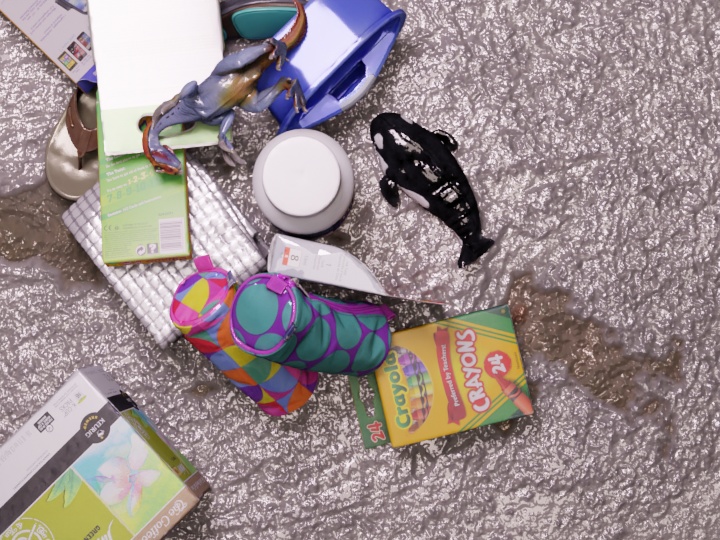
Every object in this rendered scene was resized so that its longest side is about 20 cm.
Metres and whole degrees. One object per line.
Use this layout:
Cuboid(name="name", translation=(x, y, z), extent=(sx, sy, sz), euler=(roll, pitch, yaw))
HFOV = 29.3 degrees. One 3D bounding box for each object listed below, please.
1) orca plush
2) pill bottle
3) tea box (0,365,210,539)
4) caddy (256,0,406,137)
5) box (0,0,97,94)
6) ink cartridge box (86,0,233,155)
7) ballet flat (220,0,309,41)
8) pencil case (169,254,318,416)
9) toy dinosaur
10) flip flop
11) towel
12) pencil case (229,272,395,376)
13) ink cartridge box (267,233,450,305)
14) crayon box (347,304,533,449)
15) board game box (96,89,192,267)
Cuboid(name="orca plush", translation=(0.078, -0.097, 1.566), extent=(0.104, 0.071, 0.202), euler=(-23, 88, -1))
Cuboid(name="pill bottle", translation=(-0.061, -0.093, 1.500), extent=(0.109, 0.200, 0.113), euler=(0, 88, 0))
Cuboid(name="tea box", translation=(-0.304, 0.245, 1.517), extent=(0.200, 0.134, 0.197), euler=(-45, 89, -2))
Cuboid(name="caddy", translation=(-0.034, -0.230, 1.536), extent=(0.200, 0.141, 0.105), euler=(-45, 86, -1))
Cuboid(name="box", translation=(-0.325, -0.294, 1.562), extent=(0.200, 0.041, 0.119), euler=(44, 86, 14))
Cuboid(name="ink cartridge box", translation=(-0.219, -0.230, 1.502), extent=(0.143, 0.048, 0.203), euler=(-6, 90, -8))
Cuboid(name="ballet flat", translation=(-0.150, -0.295, 1.575), extent=(0.197, 0.073, 0.074), euler=(-15, 88, 5))
Cuboid(name="pencil case", translation=(-0.125, 0.076, 1.504), extent=(0.088, 0.088, 0.200), euler=(-39, 130, -2))
Cuboid(name="toy dinosaur", translation=(-0.145, -0.174, 1.454), extent=(0.180, 0.201, 0.106), euler=(-15, 119, 29))
Cuboid(name="flip flop", translation=(-0.302, -0.176, 1.572), extent=(0.080, 0.058, 0.202), euler=(27, 88, 1))
Cuboid(name="towel", translation=(-0.215, -0.035, 1.557), extent=(0.165, 0.086, 0.201), euler=(-40, 87, -3))
Cuboid(name="pencil case", translation=(-0.048, 0.060, 1.465), extent=(0.085, 0.199, 0.093), euler=(45, 105, 31))
Cuboid(name="ink cartridge box", translation=(0.000, 0.000, 1.516), extent=(0.197, 0.162, 0.051), euler=(8, 89, -1))
Cuboid(name="crayon box", translation=(0.086, 0.124, 1.568), extent=(0.197, 0.051, 0.129), euler=(-15, 88, -1))
Cuboid(name="board game box", translation=(-0.237, -0.108, 1.503), extent=(0.094, 0.030, 0.203), euler=(-5, 78, 0))
